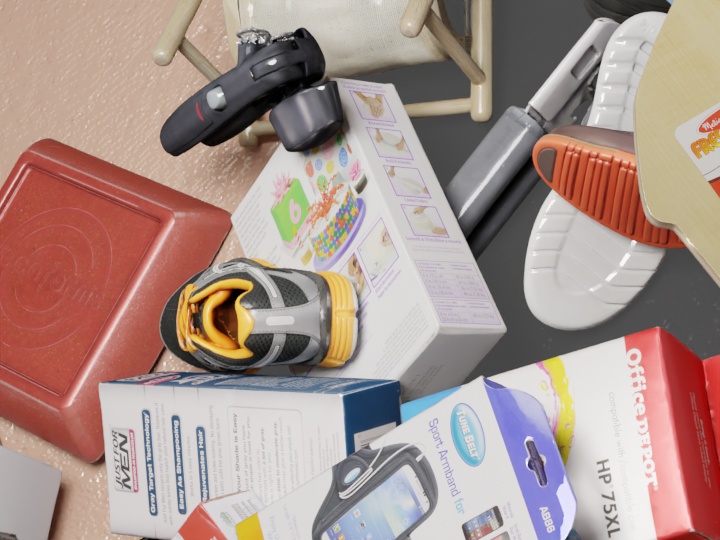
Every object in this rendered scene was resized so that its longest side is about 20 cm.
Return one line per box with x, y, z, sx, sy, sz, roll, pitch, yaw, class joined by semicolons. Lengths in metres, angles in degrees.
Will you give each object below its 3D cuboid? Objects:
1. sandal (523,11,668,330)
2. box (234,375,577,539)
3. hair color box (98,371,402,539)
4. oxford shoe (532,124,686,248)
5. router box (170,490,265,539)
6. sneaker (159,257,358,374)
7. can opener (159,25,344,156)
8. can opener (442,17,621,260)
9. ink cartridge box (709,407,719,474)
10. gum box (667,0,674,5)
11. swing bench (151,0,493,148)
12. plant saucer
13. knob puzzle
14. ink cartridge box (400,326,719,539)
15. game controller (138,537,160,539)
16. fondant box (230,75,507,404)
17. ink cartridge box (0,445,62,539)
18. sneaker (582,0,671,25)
0.161;-0.058;1.214;0.082;0.050;0.203;21;95;-2;sandal
0.031;0.145;1.035;0.200;0.041;0.119;-32;57;22;box
-0.067;0.115;1.199;0.199;0.060;0.101;0;96;38;hair color box
0.202;-0.056;1.166;0.199;0.071;0.073;16;58;6;oxford shoe
-0.066;0.263;1.146;0.200;0.049;0.180;49;121;22;router box
-0.082;0.028;1.239;0.200;0.077;0.079;-10;83;57;sneaker
-0.080;-0.105;1.250;0.200;0.063;0.079;-15;83;57;can opener
0.115;-0.071;1.245;0.067;0.053;0.200;39;93;34;can opener
0.174;0.201;1.082;0.175;0.084;0.201;-25;59;20;ink cartridge box
0.253;-0.210;1.153;0.170;0.045;0.200;-44;84;-3;gum box
-0.010;-0.206;1.328;0.198;0.130;0.201;-3;63;28;swing bench
-0.216;0.010;1.396;0.199;0.037;0.201;22;77;33;plant saucer
0.239;-0.078;1.099;0.219;0.030;0.221;0;71;-1;knob puzzle
0.127;0.106;1.055;0.199;0.067;0.117;-19;62;25;ink cartridge box
-0.090;0.196;1.254;0.199;0.042;0.105;-29;59;15;game controller
0.000;0.000;1.238;0.144;0.058;0.201;-52;50;39;fondant box
-0.299;0.216;1.315;0.147;0.086;0.201;0;72;29;ink cartridge box
0.220;-0.176;1.208;0.199;0.091;0.076;8;74;26;sneaker
